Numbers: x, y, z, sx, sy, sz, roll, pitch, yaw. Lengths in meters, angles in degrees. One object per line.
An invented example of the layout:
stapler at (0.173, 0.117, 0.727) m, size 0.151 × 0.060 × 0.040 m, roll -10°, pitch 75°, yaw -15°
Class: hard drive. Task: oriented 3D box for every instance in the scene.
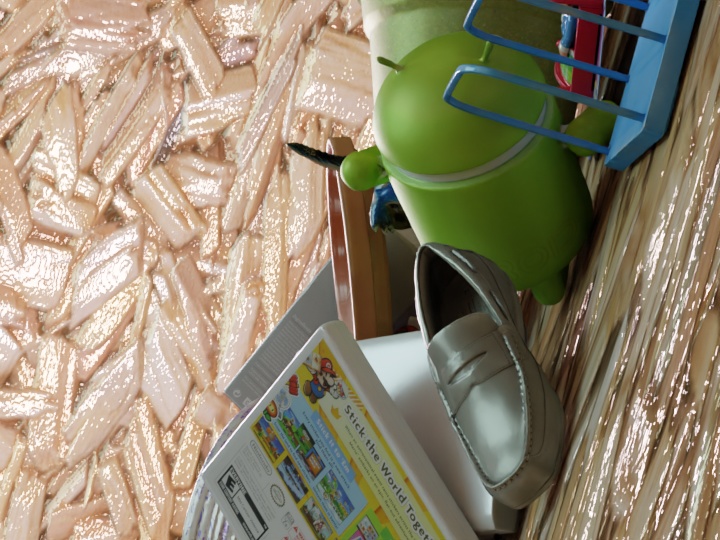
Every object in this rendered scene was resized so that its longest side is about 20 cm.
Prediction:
hard drive at (0.027, 0.107, 1.594) m, size 0.199 × 0.027 × 0.133 m, roll -11°, pitch 71°, yaw 48°

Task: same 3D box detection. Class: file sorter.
file sorter at (0.134, -0.178, 1.439) m, size 0.139 × 0.122 × 0.201 m, roll 115°, pitch 170°, yaw -83°

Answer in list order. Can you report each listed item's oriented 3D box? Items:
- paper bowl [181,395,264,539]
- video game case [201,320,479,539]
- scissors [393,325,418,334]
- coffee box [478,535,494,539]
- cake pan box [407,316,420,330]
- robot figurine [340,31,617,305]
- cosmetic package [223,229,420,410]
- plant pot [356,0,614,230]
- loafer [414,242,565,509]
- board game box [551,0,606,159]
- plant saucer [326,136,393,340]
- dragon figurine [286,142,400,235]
paper bowl at (-0.037, 0.195, 1.782) m, size 0.201 × 0.104 × 0.202 m, roll -36°, pitch -48°, yaw -53°
video game case at (-0.010, 0.163, 1.583) m, size 0.023 × 0.201 × 0.182 m, roll -14°, pitch -27°, yaw -41°
scissors at (0.008, 0.093, 1.930) m, size 0.200 × 0.014 × 0.074 m, roll 139°, pitch 147°, yaw -70°
coffee box at (0.052, 0.153, 1.670) m, size 0.113 × 0.079 × 0.201 m, roll -106°, pitch 32°, yaw -85°
cake pan box at (0.044, 0.144, 1.981) m, size 0.184 × 0.052 × 0.201 m, roll 59°, pitch -132°, yaw -78°
robot figurine at (0.078, -0.066, 1.574) m, size 0.116 × 0.175 × 0.200 m, roll -76°, pitch -30°, yaw -43°
cosmetic package at (-0.008, 0.049, 2.002) m, size 0.200 × 0.090 × 0.107 m, roll -49°, pitch -15°, yaw 14°
plant pot at (0.084, -0.122, 1.838) m, size 0.200 × 0.199 × 0.185 m, roll 113°, pitch 162°, yaw -77°
loafer at (0.069, 0.059, 1.460) m, size 0.070 × 0.070 × 0.200 m, roll -44°, pitch 34°, yaw 20°
board game box at (0.146, -0.177, 1.683) m, size 0.158 × 0.039 × 0.201 m, roll -43°, pitch -42°, yaw -85°
plant saucer at (0.000, 0.000, 1.844) m, size 0.200 × 0.032 × 0.202 m, roll 175°, pitch 90°, yaw -87°
dragon figurine at (0.055, -0.066, 1.721) m, size 0.100 × 0.200 × 0.059 m, roll -56°, pitch -3°, yaw 28°
